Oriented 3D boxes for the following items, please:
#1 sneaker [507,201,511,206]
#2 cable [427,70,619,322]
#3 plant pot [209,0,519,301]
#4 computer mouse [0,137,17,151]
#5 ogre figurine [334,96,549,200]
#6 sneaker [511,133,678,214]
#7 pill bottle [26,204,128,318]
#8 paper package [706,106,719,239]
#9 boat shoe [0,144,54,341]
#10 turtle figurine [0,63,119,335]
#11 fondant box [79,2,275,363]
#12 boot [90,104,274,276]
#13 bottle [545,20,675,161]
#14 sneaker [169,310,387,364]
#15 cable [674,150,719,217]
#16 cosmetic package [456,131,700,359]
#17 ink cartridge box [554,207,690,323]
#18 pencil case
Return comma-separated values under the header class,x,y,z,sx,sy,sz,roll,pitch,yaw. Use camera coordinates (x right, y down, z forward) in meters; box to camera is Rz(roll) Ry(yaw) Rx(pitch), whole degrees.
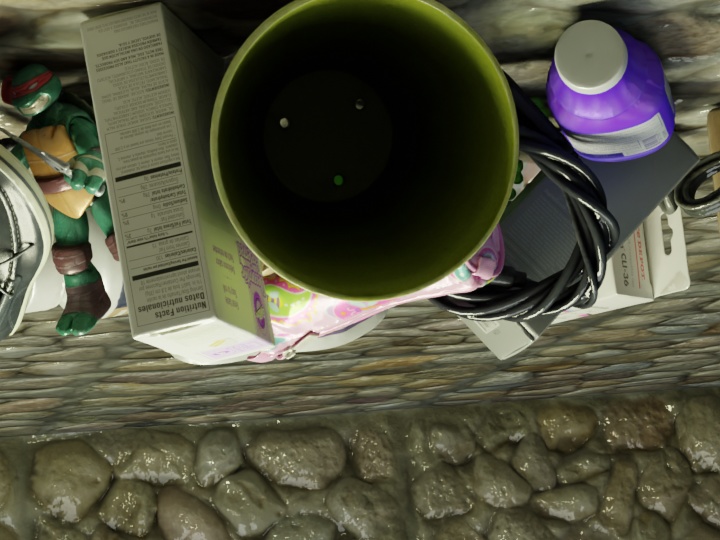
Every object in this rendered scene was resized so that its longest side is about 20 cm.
class,x,y,z,sx,sy,sz,roll,pitch,yaw
sneaker,0.112,-0.064,1.777,0.199,0.076,0.087,-12,-150,-40
cable,0.089,-0.040,1.447,0.163,0.200,0.051,-41,-175,18
plant pot,-0.011,-0.085,1.302,0.186,0.189,0.200,-5,-173,-8
computer mouse,-0.297,-0.077,1.499,0.139,0.046,0.200,-14,164,10
ogre figurine,0.037,-0.072,1.548,0.199,0.099,0.120,-10,173,36
sneaker,0.175,-0.069,1.686,0.198,0.083,0.077,-6,170,-3
pill bottle,-0.180,-0.023,1.574,0.199,0.112,0.111,-10,174,-33
paper package,0.385,-0.043,1.616,0.190,0.202,0.103,-11,168,30
boat shoe,-0.243,-0.009,1.295,0.062,0.074,0.200,-44,167,-35
turtle figurine,-0.196,-0.059,1.327,0.149,0.201,0.101,-5,-153,47
fondant box,-0.113,-0.050,1.282,0.058,0.201,0.144,-12,169,10
boot,-0.116,-0.055,1.446,0.199,0.073,0.166,32,-176,14
bottle,0.171,-0.126,1.418,0.083,0.066,0.200,-9,169,13
sneaker,-0.053,0.001,1.564,0.200,0.115,0.072,-12,-152,-39
cable,0.326,-0.105,1.546,0.199,0.098,0.050,-14,152,27
cosmetic package,0.157,-0.035,1.561,0.200,0.090,0.107,-43,179,-14
ink cartridge box,0.200,-0.020,1.879,0.199,0.117,0.067,-16,166,39
pencil case,0.000,0.000,1.418,0.199,0.088,0.087,-21,164,26
